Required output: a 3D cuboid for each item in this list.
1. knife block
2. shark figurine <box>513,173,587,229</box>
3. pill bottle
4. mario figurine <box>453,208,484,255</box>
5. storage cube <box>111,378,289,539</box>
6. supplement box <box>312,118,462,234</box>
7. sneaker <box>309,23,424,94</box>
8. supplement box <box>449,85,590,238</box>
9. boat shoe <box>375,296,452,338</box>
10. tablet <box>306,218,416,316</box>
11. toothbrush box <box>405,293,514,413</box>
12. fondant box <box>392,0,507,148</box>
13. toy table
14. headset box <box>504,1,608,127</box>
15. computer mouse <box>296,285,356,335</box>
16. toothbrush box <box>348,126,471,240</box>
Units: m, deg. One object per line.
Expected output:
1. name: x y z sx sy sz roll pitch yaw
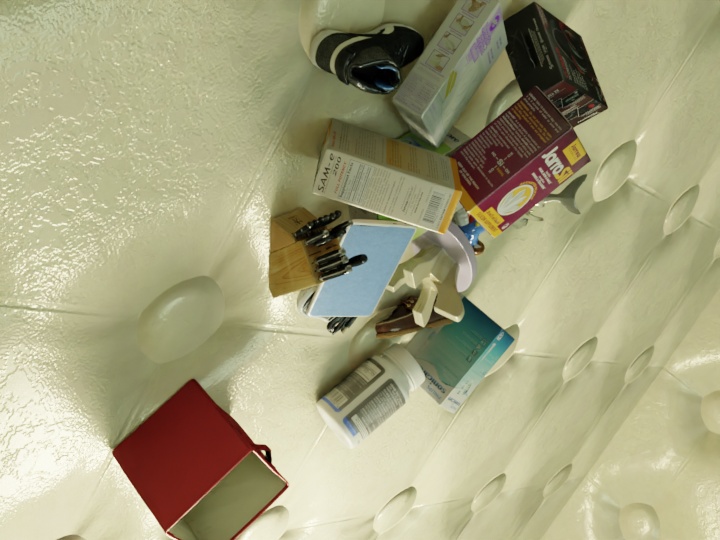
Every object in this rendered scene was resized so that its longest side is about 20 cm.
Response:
1. knife block: -0.063 -0.005 1.262 0.064 0.175 0.201 -22 138 -32
2. shark figurine: 0.326 -0.146 1.632 0.127 0.214 0.091 13 74 -22
3. pill bottle: 0.023 0.239 1.644 0.199 0.114 0.114 -38 144 -15
4. mario figurine: 0.220 -0.091 1.554 0.201 0.105 0.124 101 9 -46
5. storage cube: -0.251 0.317 1.355 0.200 0.180 0.171 -43 145 -10
6. supplement box: 0.037 -0.135 1.208 0.198 0.126 0.074 17 118 -7
7. sneaker: 0.036 -0.283 1.164 0.199 0.112 0.074 -17 135 -38
8. supplement box: 0.240 -0.165 1.324 0.200 0.104 0.131 -40 149 12
9. boat shoe: 0.100 0.085 1.635 0.199 0.070 0.071 -11 93 -46
10. tablet: 0.000 0.000 1.356 0.129 0.014 0.201 2 132 -32
11. toothbrush box: 0.191 0.165 1.734 0.201 0.146 0.085 -51 145 1
12. fondant box: 0.137 -0.298 1.264 0.201 0.058 0.144 -57 163 0
13. toy table: 0.122 0.006 1.501 0.118 0.183 0.201 -54 140 -23
14. headset box: 0.311 -0.333 1.381 0.075 0.150 0.199 -27 158 33
15. computer mouse: -0.053 0.049 1.445 0.110 0.044 0.200 -47 151 7
16. toothbrush box: 0.080 -0.135 1.379 0.199 0.086 0.146 -33 143 -24
